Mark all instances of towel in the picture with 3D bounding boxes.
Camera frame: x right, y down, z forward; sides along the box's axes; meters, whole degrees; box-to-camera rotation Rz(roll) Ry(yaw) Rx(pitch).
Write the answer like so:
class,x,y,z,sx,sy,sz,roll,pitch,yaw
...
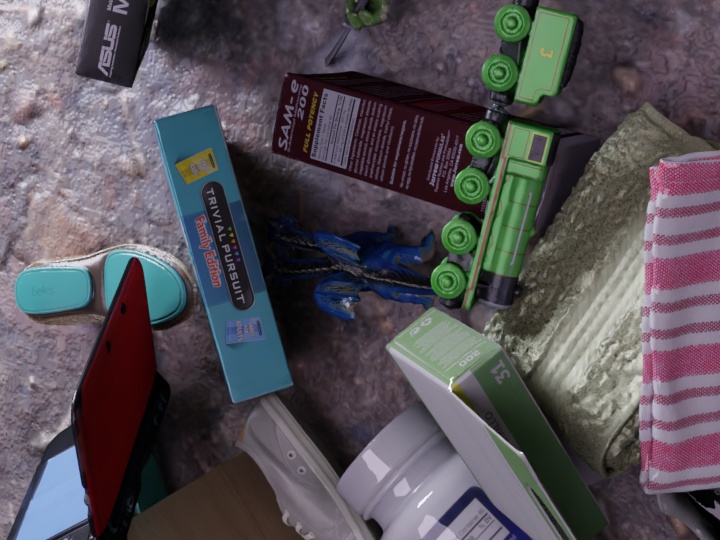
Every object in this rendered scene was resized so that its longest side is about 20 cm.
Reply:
class,x,y,z,sx,sy,sz,roll,pitch,yaw
towel,0.161,0.008,0.778,0.148,0.036,0.201,41,103,44
towel,0.228,0.030,0.713,0.145,0.030,0.202,-5,108,-8

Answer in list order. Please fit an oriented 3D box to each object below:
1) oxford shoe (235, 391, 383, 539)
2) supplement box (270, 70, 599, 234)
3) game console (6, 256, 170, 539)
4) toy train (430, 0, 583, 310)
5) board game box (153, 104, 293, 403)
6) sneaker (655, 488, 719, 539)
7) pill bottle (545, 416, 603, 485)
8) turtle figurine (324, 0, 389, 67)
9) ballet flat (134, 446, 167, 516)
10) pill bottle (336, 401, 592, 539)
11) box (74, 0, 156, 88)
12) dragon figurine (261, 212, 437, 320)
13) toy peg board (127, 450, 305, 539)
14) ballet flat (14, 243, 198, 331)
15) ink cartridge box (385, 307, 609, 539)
class,x,y,z,sx,sy,sz,roll,pitch,yaw
oxford shoe,-0.027,0.185,0.983,0.058,0.075,0.200,-39,78,-1
supplement box,0.051,-0.086,0.883,0.199,0.109,0.061,20,107,23
game console,-0.210,0.115,0.917,0.171,0.201,0.119,-28,114,18
toy train,0.091,-0.067,0.786,0.056,0.042,0.202,15,104,11
board game box,-0.103,-0.012,0.952,0.047,0.151,0.202,-16,92,-7
sneaker,0.276,0.182,0.834,0.199,0.081,0.076,32,110,17
pill bottle,0.206,0.053,0.826,0.199,0.116,0.116,-35,83,27
turtle figurine,-0.053,-0.211,0.866,0.199,0.194,0.145,-27,95,24
ballet flat,-0.207,0.145,1.078,0.067,0.068,0.202,-4,96,34
pill bottle,0.083,0.194,0.910,0.200,0.119,0.120,44,115,14
box,-0.156,-0.244,0.916,0.047,0.200,0.195,14,107,-11
dragon figurine,0.000,0.000,0.908,0.200,0.099,0.059,25,116,58
toy peg board,-0.103,0.268,0.983,0.201,0.199,0.098,55,132,8
ballet flat,-0.194,0.013,1.044,0.199,0.065,0.071,3,92,34
ink cartridge box,0.099,0.111,0.751,0.048,0.200,0.146,-37,112,-9
